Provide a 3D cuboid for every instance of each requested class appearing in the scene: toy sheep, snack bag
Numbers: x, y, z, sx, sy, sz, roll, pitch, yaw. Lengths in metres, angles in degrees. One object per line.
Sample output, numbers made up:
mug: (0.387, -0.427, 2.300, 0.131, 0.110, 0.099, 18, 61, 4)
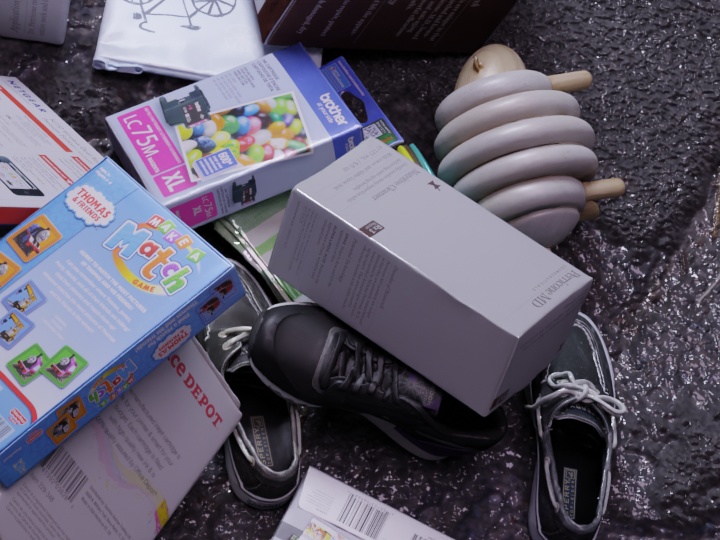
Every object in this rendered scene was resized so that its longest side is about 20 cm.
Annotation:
toy sheep: (0.124, -0.082, 1.712, 0.138, 0.138, 0.200, -11, 70, -18)
snack bag: (-0.111, -0.225, 1.800, 0.188, 0.021, 0.200, 9, 59, -7)

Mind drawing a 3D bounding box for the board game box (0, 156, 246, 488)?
board game box: (-0.197, 0.029, 1.452, 0.200, 0.037, 0.151, -40, 51, -14)

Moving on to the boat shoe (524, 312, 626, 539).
boat shoe: (0.157, 0.110, 1.644, 0.073, 0.068, 0.200, 13, 59, -5)

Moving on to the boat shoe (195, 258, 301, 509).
boat shoe: (-0.079, 0.071, 1.617, 0.071, 0.064, 0.200, -9, 63, -17)

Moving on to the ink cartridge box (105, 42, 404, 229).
ink cartridge box: (-0.081, -0.106, 1.692, 0.200, 0.042, 0.119, -21, 46, -14)

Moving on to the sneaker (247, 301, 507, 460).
sneaker: (0.018, 0.073, 1.577, 0.200, 0.087, 0.076, 25, 73, -28)

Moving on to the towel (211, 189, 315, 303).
towel: (0.000, 0.000, 1.686, 0.152, 0.023, 0.200, -32, 76, -30)

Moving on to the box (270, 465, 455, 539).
box: (-0.012, 0.256, 1.543, 0.156, 0.041, 0.200, 26, 58, 3)

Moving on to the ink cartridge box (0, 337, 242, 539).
ink cartridge box: (-0.189, 0.121, 1.503, 0.085, 0.148, 0.200, 11, 54, 38)

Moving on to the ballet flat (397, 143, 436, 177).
ballet flat: (0.064, -0.002, 1.663, 0.067, 0.067, 0.200, -33, 76, -1)

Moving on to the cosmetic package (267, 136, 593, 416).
cosmetic package: (0.048, 0.003, 1.573, 0.200, 0.081, 0.113, 31, 38, 18)

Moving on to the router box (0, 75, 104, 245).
router box: (-0.271, -0.075, 1.580, 0.179, 0.049, 0.200, 1, 32, -46)

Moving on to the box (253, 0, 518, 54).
box: (0.022, -0.284, 1.756, 0.199, 0.164, 0.166, -2, 62, -26)

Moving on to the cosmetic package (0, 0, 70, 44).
cosmetic package: (-0.312, -0.297, 1.710, 0.199, 0.167, 0.167, 7, 61, -9)
